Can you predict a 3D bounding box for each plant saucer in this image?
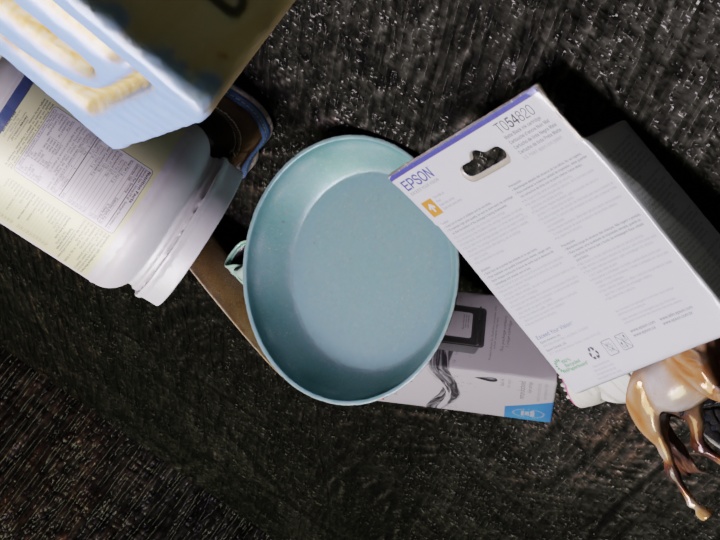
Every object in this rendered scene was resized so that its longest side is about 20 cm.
[{"bbox_3d":[0.000,0.000,1.799,0.200,0.201,0.036,26,-166,34],"label":"plant saucer"},{"bbox_3d":[-0.121,0.012,2.259,0.200,0.035,0.200,51,179,1],"label":"plant saucer"}]

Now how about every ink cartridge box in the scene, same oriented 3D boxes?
[{"bbox_3d":[0.056,0.061,1.882,0.199,0.068,0.116,7,161,5],"label":"ink cartridge box"},{"bbox_3d":[0.136,-0.024,1.547,0.200,0.041,0.199,49,150,-8],"label":"ink cartridge box"}]

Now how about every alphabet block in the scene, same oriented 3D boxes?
[{"bbox_3d":[-0.125,-0.210,1.351,0.195,0.200,0.196,41,164,-16],"label":"alphabet block"}]

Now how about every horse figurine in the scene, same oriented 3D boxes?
[{"bbox_3d":[0.226,0.088,1.614,0.133,0.050,0.200,56,156,11],"label":"horse figurine"}]

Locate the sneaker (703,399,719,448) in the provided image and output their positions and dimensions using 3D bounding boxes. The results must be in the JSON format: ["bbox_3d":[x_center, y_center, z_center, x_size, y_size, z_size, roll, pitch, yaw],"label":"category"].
[{"bbox_3d":[0.329,0.137,1.685,0.200,0.078,0.086,37,178,27],"label":"sneaker"}]

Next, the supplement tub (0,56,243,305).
[{"bbox_3d":[-0.204,-0.078,1.827,0.200,0.145,0.145,33,166,-9],"label":"supplement tub"}]

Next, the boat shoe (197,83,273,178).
[{"bbox_3d":[-0.117,-0.097,1.930,0.072,0.072,0.200,34,165,9],"label":"boat shoe"}]

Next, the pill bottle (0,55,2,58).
[{"bbox_3d":[-0.242,-0.151,1.967,0.112,0.112,0.200,21,160,45],"label":"pill bottle"}]

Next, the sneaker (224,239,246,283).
[{"bbox_3d":[-0.064,0.017,2.154,0.118,0.074,0.201,28,155,3],"label":"sneaker"}]

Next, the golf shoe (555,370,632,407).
[{"bbox_3d":[0.174,0.031,1.711,0.091,0.076,0.200,5,151,24],"label":"golf shoe"}]
